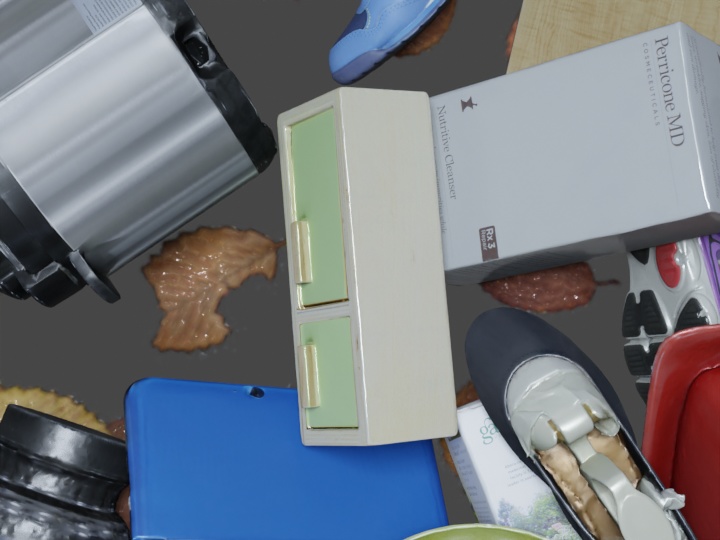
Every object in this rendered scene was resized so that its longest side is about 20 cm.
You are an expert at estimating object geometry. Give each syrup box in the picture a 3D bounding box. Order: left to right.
[{"bbox_3d":[0.122,0.166,0.754,0.079,0.081,0.200,-20,80,-7],"label":"syrup box"}]

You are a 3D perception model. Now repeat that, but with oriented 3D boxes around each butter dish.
[{"bbox_3d":[0.266,0.138,0.694,0.200,0.148,0.200,-2,122,-2],"label":"butter dish"}]

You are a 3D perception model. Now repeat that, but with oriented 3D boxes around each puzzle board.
[{"bbox_3d":[0.192,-0.201,0.847,0.151,0.017,0.200,13,80,3],"label":"puzzle board"}]

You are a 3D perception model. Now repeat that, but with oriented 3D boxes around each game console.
[{"bbox_3d":[-0.052,0.171,0.748,0.200,0.118,0.171,7,111,-24],"label":"game console"}]

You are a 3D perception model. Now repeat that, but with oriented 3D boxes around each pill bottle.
[{"bbox_3d":[-0.202,0.186,0.733,0.112,0.112,0.200,19,82,3],"label":"pill bottle"}]

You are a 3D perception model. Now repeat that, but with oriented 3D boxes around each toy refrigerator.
[{"bbox_3d":[0.000,0.000,0.731,0.070,0.076,0.200,-2,85,-33],"label":"toy refrigerator"}]

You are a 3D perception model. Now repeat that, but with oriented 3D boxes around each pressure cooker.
[{"bbox_3d":[-0.174,-0.086,0.741,0.200,0.176,0.179,-35,116,-3],"label":"pressure cooker"}]

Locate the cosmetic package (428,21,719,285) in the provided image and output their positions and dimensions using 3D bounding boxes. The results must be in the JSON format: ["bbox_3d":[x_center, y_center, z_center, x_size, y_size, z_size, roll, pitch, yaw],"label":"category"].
[{"bbox_3d":[0.119,-0.062,0.744,0.200,0.081,0.113,-16,78,34],"label":"cosmetic package"}]

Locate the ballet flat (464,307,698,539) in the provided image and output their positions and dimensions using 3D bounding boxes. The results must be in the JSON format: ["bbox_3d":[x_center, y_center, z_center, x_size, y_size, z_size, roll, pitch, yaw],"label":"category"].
[{"bbox_3d":[0.128,0.103,0.690,0.073,0.073,0.200,-31,82,-5],"label":"ballet flat"}]

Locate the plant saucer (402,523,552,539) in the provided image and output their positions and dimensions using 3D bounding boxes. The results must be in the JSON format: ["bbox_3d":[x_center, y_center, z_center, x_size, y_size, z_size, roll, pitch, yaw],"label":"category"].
[{"bbox_3d":[0.065,0.239,0.674,0.200,0.031,0.200,-2,71,5],"label":"plant saucer"}]

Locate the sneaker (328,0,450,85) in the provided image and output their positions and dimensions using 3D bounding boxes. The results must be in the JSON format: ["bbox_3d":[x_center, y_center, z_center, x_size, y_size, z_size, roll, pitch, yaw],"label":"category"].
[{"bbox_3d":[0.034,-0.207,0.790,0.082,0.074,0.200,37,111,-3],"label":"sneaker"}]

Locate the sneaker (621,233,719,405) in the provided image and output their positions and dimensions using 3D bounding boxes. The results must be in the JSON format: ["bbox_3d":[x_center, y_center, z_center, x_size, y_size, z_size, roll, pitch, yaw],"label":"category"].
[{"bbox_3d":[0.215,0.008,0.785,0.083,0.081,0.200,-7,91,-32],"label":"sneaker"}]
